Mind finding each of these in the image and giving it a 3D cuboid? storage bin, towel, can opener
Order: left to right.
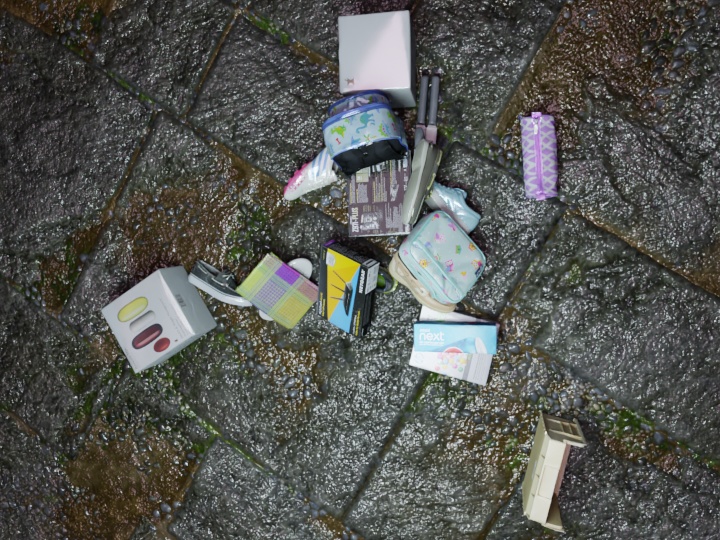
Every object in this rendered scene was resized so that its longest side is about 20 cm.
[{"bbox_3d":[-0.203,0.055,1.477,0.199,0.023,0.144,37,103,-30],"label":"towel"},{"bbox_3d":[0.162,-0.373,1.411,0.052,0.067,0.206,5,95,9],"label":"can opener"},{"bbox_3d":[0.446,0.458,1.347,0.092,0.198,0.205,14,96,13],"label":"storage bin"}]

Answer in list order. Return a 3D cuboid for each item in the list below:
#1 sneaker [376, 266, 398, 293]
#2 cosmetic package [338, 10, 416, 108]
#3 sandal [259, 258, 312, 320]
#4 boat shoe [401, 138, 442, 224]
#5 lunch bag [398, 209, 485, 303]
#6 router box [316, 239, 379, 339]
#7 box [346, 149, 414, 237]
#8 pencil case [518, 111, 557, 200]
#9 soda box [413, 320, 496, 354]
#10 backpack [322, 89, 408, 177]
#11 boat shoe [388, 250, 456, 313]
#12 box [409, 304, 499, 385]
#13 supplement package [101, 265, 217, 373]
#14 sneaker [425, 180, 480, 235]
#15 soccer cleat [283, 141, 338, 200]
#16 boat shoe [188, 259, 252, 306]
[{"bbox_3d":[0.000,0.000,1.458,0.196,0.081,0.076,20,97,9],"label":"sneaker"},{"bbox_3d":[0.045,-0.483,1.358,0.162,0.200,0.172,0,95,10],"label":"cosmetic package"},{"bbox_3d":[-0.204,0.040,1.512,0.082,0.050,0.203,30,107,-33],"label":"sandal"},{"bbox_3d":[0.145,-0.201,1.350,0.059,0.072,0.207,16,82,-17],"label":"boat shoe"},{"bbox_3d":[0.195,-0.025,1.370,0.200,0.077,0.161,46,68,-12],"label":"lunch bag"},{"bbox_3d":[-0.034,0.046,1.421,0.147,0.051,0.204,26,125,30],"label":"router box"},{"bbox_3d":[0.052,-0.186,1.434,0.159,0.086,0.206,-2,93,10],"label":"box"},{"bbox_3d":[0.421,-0.268,1.361,0.082,0.085,0.206,-5,93,12],"label":"pencil case"},{"bbox_3d":[0.228,0.160,1.395,0.195,0.064,0.070,1,93,11],"label":"soda box"},{"bbox_3d":[0.004,-0.310,1.291,0.179,0.200,0.151,-16,89,12],"label":"backpack"},{"bbox_3d":[0.156,0.028,1.426,0.198,0.065,0.071,36,55,8],"label":"boat shoe"},{"bbox_3d":[0.234,0.182,1.448,0.195,0.041,0.160,14,96,10],"label":"box"},{"bbox_3d":[-0.528,0.126,1.531,0.198,0.147,0.194,-32,88,10],"label":"supplement package"},{"bbox_3d":[0.214,-0.177,1.421,0.082,0.074,0.201,-41,88,-8],"label":"sneaker"},{"bbox_3d":[-0.110,-0.238,1.467,0.200,0.070,0.087,-45,81,9],"label":"soccer cleat"},{"bbox_3d":[-0.367,0.031,1.532,0.196,0.072,0.072,23,102,10],"label":"boat shoe"}]
